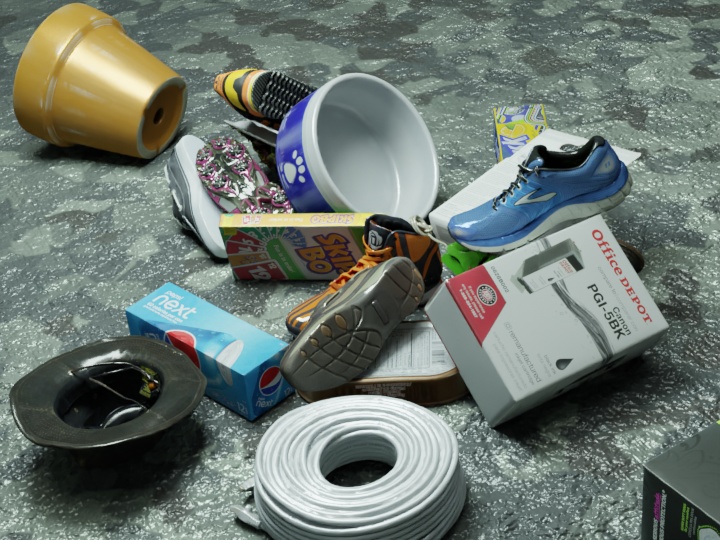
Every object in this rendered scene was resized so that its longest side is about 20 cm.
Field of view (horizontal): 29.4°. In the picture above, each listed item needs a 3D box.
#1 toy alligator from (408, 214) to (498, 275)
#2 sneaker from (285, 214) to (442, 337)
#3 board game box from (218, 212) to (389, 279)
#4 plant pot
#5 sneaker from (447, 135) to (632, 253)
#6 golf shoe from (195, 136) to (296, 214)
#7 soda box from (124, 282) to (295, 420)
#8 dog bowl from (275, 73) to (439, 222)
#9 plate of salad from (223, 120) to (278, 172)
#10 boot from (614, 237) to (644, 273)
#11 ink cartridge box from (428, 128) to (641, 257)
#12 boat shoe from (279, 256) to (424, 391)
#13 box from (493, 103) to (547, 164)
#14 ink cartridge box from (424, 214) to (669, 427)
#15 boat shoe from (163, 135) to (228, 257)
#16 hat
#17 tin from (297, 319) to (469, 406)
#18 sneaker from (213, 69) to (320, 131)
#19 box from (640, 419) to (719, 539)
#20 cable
[{"bbox_3d":[0.132,-0.001,1.492,0.200,0.054,0.059,50,29,14],"label":"toy alligator"},{"bbox_3d":[0.000,0.000,1.543,0.200,0.112,0.078,-24,37,-24],"label":"sneaker"},{"bbox_3d":[-0.059,-0.028,1.610,0.200,0.096,0.030,-2,49,8],"label":"board game box"},{"bbox_3d":[-0.352,-0.248,1.928,0.183,0.200,0.200,26,43,17],"label":"plant pot"},{"bbox_3d":[0.181,-0.088,1.458,0.200,0.089,0.079,-24,26,11],"label":"sneaker"},{"bbox_3d":[-0.138,-0.088,1.706,0.073,0.092,0.200,-37,53,-9],"label":"golf shoe"},{"bbox_3d":[-0.164,0.085,1.489,0.200,0.064,0.068,24,44,38],"label":"soda box"},{"bbox_3d":[-0.002,-0.131,1.660,0.079,0.200,0.200,-25,14,45],"label":"dog bowl"},{"bbox_3d":[-0.088,-0.144,1.773,0.200,0.048,0.200,24,6,-3],"label":"plate of salad"},{"bbox_3d":[0.213,0.009,1.543,0.200,0.075,0.097,3,43,32],"label":"boot"},{"bbox_3d":[0.203,-0.080,1.571,0.200,0.050,0.161,-35,34,-23],"label":"ink cartridge box"},{"bbox_3d":[-0.015,0.060,1.446,0.200,0.075,0.073,-39,19,-32],"label":"boat shoe"},{"bbox_3d":[0.211,-0.139,1.760,0.070,0.064,0.200,-4,34,4],"label":"box"},{"bbox_3d":[0.191,0.048,1.407,0.200,0.083,0.147,-23,74,-23],"label":"ink cartridge box"},{"bbox_3d":[-0.206,-0.082,1.747,0.072,0.068,0.200,15,39,-44],"label":"boat shoe"},{"bbox_3d":[-0.255,0.149,1.398,0.200,0.081,0.201,2,30,-1],"label":"hat"},{"bbox_3d":[0.027,0.097,1.463,0.200,0.042,0.112,-3,29,5],"label":"tin"},{"bbox_3d":[-0.101,-0.208,1.720,0.090,0.070,0.200,17,-3,34],"label":"sneaker"},{"bbox_3d":[0.351,0.225,1.134,0.148,0.125,0.200,-24,39,-25],"label":"box"},{"bbox_3d":[-0.002,0.193,1.293,0.200,0.069,0.200,-32,41,-33],"label":"cable"}]
